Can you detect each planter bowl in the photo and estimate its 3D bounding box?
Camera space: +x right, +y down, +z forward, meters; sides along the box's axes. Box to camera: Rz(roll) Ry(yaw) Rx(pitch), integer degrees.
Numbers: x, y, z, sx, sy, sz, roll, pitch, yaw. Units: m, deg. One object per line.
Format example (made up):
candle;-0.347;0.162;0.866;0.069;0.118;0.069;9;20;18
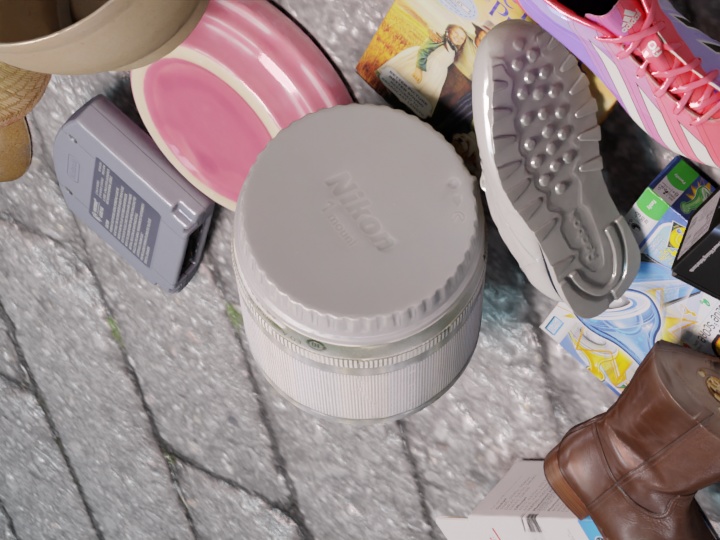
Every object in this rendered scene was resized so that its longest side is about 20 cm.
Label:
planter bowl;-0.173;-0.206;1.502;0.200;0.200;0.135;26;172;29

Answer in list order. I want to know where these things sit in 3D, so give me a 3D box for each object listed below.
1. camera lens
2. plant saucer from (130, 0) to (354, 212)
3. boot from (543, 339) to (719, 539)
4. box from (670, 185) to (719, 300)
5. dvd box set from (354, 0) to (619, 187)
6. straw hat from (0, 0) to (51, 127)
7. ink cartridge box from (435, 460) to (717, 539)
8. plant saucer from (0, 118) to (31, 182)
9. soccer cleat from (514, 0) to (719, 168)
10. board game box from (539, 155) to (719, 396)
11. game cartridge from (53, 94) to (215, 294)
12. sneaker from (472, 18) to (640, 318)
camera lens;0.000;0.000;1.514;0.160;0.160;0.200;37;164;14
plant saucer;-0.086;-0.109;1.630;0.200;0.051;0.201;31;148;22
boot;0.219;0.140;1.489;0.186;0.064;0.200;41;146;1
box;0.277;-0.018;1.251;0.160;0.044;0.200;28;151;-6
dvd box set;0.084;-0.126;1.416;0.146;0.029;0.200;43;151;4
straw hat;-0.253;-0.201;1.598;0.085;0.201;0.201;-22;111;41
ink cartridge box;0.159;0.197;1.689;0.200;0.067;0.116;-5;125;53
plant saucer;-0.354;-0.143;1.936;0.200;0.035;0.200;32;148;23
soccer cleat;0.153;-0.120;1.269;0.200;0.067;0.076;40;-177;-4
board game box;0.201;0.028;1.458;0.135;0.034;0.200;41;151;7
game cartridge;-0.173;-0.059;1.784;0.133;0.042;0.200;46;162;6
sneaker;0.097;-0.062;1.383;0.080;0.076;0.200;37;152;51
